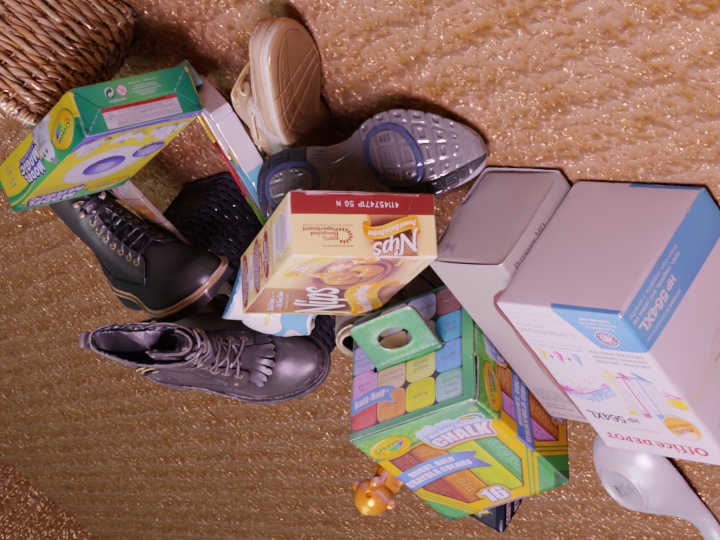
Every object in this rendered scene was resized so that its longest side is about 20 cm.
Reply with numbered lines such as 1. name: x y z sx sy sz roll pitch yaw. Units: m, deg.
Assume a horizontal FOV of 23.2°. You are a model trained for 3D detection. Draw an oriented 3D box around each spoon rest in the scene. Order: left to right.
1. spoon rest: 0.292 0.227 1.675 0.200 0.061 0.099 55 152 -11

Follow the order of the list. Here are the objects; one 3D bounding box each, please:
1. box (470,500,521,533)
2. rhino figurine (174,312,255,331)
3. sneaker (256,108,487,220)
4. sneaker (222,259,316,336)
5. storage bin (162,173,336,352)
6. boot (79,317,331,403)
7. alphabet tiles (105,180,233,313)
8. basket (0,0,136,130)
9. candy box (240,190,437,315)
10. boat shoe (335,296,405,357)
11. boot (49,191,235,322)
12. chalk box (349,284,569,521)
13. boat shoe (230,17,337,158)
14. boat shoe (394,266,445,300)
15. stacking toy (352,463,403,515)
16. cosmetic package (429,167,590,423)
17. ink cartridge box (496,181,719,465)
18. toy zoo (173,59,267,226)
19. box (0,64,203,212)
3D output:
1. box: 0.097 0.192 1.876 0.159 0.046 0.200 28 157 17
2. rhino figurine: -0.143 0.073 1.701 0.199 0.060 0.088 2 143 35
3. sneaker: 0.015 -0.082 1.408 0.199 0.075 0.087 -9 174 31
4. sneaker: -0.073 0.020 1.586 0.080 0.077 0.200 20 -169 -2
5. storage bin: -0.111 0.008 1.750 0.200 0.094 0.135 43 156 -20
6. boot: -0.132 0.076 1.542 0.199 0.070 0.174 0 172 5
7. alphabet tiles: -0.208 -0.024 1.697 0.200 0.008 0.167 48 154 -26
8. basket: -0.323 -0.206 1.558 0.200 0.149 0.143 36 157 -3
9. candy box: -0.022 -0.011 1.398 0.115 0.056 0.200 1 166 -15
10. boat shoe: 0.075 0.068 1.553 0.200 0.063 0.073 15 115 -6
11. boot: -0.210 -0.027 1.598 0.200 0.078 0.138 -3 132 55
12. chalk box: 0.071 0.098 1.450 0.124 0.124 0.200 -22 138 29
13. boat shoe: -0.072 -0.139 1.431 0.069 0.074 0.200 21 154 19
14. boat shoe: 0.000 0.000 1.606 0.200 0.070 0.071 36 158 -2
15. stacking toy: 0.056 0.150 1.650 0.116 0.200 0.110 27 156 17
16. cosmetic package: 0.155 0.022 1.391 0.087 0.104 0.200 5 144 49
17. ink cartridge box: 0.224 0.047 1.309 0.128 0.125 0.200 5 142 50
18. toy zoo: -0.104 -0.097 1.523 0.200 0.020 0.131 60 173 -23
19. box: -0.229 -0.105 1.491 0.200 0.117 0.049 -30 80 55
